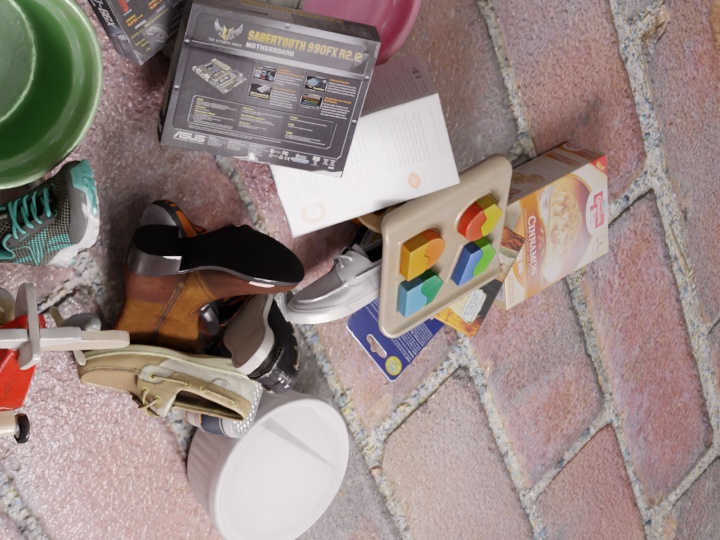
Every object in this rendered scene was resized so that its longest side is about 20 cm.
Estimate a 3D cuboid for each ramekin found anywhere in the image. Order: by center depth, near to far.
[{"bbox_3d":[-0.349,-0.184,1.414,0.199,0.098,0.201,-21,124,-34],"label":"ramekin"},{"bbox_3d":[-0.118,0.228,1.837,0.202,0.094,0.203,-20,123,-34],"label":"ramekin"}]

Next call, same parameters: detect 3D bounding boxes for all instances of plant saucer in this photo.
[{"bbox_3d":[-0.018,-0.314,1.689,0.200,0.051,0.201,-20,122,-35],"label":"plant saucer"}]

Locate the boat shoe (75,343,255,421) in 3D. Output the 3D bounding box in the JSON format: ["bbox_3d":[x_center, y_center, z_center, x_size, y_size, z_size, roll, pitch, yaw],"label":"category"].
[{"bbox_3d":[-0.211,0.126,1.657,0.199,0.067,0.074,6,154,-8],"label":"boat shoe"}]

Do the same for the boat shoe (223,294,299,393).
[{"bbox_3d":[-0.101,0.077,1.651,0.060,0.200,0.074,41,95,-16],"label":"boat shoe"}]

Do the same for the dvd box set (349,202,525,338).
[{"bbox_3d":[0.092,-0.023,1.892,0.200,0.029,0.147,30,88,-22],"label":"dvd box set"}]

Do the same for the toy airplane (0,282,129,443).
[{"bbox_3d":[-0.354,0.069,1.508,0.198,0.142,0.200,-25,149,8],"label":"toy airplane"}]

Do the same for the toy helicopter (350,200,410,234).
[{"bbox_3d":[0.056,-0.138,1.802,0.079,0.132,0.201,52,52,-74],"label":"toy helicopter"}]

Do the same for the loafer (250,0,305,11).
[{"bbox_3d":[-0.098,-0.233,1.608,0.069,0.070,0.200,3,135,-17],"label":"loafer"}]

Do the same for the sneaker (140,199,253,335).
[{"bbox_3d":[-0.169,-0.028,1.686,0.112,0.077,0.200,-45,145,-22],"label":"sneaker"}]

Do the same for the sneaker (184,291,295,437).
[{"bbox_3d":[-0.143,0.099,1.771,0.200,0.079,0.079,-66,146,-33],"label":"sneaker"}]

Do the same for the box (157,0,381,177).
[{"bbox_3d":[-0.095,-0.190,1.558,0.199,0.048,0.159,9,117,-15],"label":"box"}]

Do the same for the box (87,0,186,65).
[{"bbox_3d":[-0.190,-0.329,1.522,0.200,0.050,0.158,-43,134,-18],"label":"box"}]

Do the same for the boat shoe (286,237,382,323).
[{"bbox_3d":[0.000,0.000,1.801,0.199,0.072,0.069,-21,118,-13],"label":"boat shoe"}]

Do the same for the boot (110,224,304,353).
[{"bbox_3d":[-0.168,0.043,1.622,0.187,0.069,0.200,2,140,-16],"label":"boot"}]

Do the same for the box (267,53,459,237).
[{"bbox_3d":[-0.006,-0.139,1.695,0.199,0.098,0.125,-18,127,-1],"label":"box"}]

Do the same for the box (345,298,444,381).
[{"bbox_3d":[0.068,0.031,1.939,0.200,0.032,0.121,-48,123,-15],"label":"box"}]

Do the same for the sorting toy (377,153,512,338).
[{"bbox_3d":[0.102,-0.022,1.778,0.185,0.036,0.200,-30,144,-23],"label":"sorting toy"}]

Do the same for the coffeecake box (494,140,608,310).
[{"bbox_3d":[0.238,-0.062,2.035,0.200,0.073,0.154,-28,126,-31],"label":"coffeecake box"}]

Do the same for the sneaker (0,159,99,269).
[{"bbox_3d":[-0.311,-0.047,1.477,0.091,0.200,0.078,-5,70,-27],"label":"sneaker"}]
